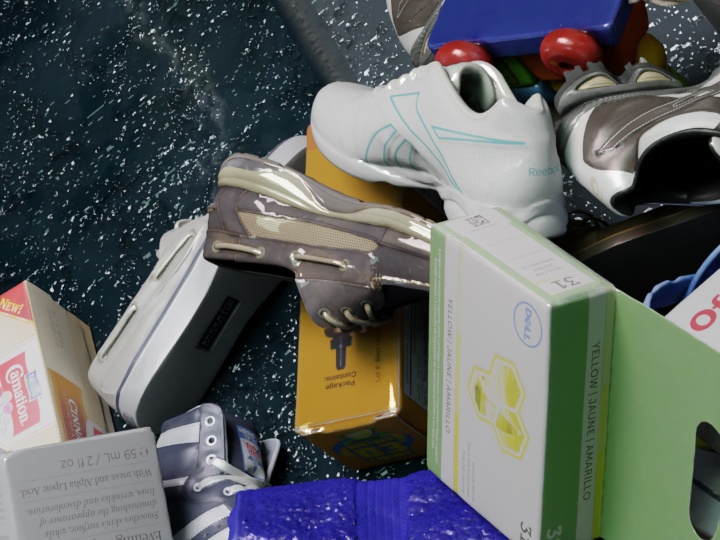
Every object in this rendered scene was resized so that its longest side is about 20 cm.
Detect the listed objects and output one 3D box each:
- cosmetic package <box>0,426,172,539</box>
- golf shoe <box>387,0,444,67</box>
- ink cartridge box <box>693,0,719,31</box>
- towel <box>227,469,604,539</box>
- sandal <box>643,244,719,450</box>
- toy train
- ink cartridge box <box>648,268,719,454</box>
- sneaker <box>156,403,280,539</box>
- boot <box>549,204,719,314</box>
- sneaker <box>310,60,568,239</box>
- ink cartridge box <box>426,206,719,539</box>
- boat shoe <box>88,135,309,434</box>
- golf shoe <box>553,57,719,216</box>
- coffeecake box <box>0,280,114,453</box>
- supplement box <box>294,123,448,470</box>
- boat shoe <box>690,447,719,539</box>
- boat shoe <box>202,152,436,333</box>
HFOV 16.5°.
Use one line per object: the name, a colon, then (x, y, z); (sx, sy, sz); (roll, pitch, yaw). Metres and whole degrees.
cosmetic package: (-0.149, 0.192, 1.323); (0.074, 0.102, 0.200); (-17, 83, 51)
golf shoe: (0.093, -0.200, 1.443); (0.200, 0.078, 0.094); (-44, 50, 3)
ink cartridge box: (0.202, -0.213, 1.309); (0.067, 0.200, 0.116); (25, 80, 39)
towel: (0.028, 0.157, 1.264); (0.200, 0.050, 0.148); (-6, 48, 4)
sandal: (0.213, 0.004, 1.260); (0.200, 0.087, 0.079); (-46, 49, 1)
toy train: (0.146, -0.117, 1.333); (0.200, 0.116, 0.085); (-2, 54, 39)
ink cartridge box: (0.253, 0.052, 1.133); (0.145, 0.088, 0.200); (-39, 41, -12)
sneaker: (-0.056, 0.141, 1.368); (0.200, 0.070, 0.109); (17, 77, 41)
boot: (0.124, -0.010, 1.339); (0.200, 0.074, 0.076); (-23, 47, 24)
sneaker: (0.043, -0.079, 1.319); (0.200, 0.070, 0.080); (27, 123, 50)
ink cartridge box: (0.104, 0.074, 1.190); (0.048, 0.146, 0.200); (-15, 31, -27)
boat shoe: (-0.090, 0.000, 1.470); (0.066, 0.072, 0.200); (33, 94, 35)
golf shoe: (0.200, -0.069, 1.277); (0.200, 0.078, 0.095); (-14, 42, -7)
coffeecake box: (-0.247, 0.125, 1.496); (0.200, 0.073, 0.154); (-30, 52, 15)
supplement box: (0.009, 0.008, 1.401); (0.066, 0.069, 0.200); (-13, 57, 27)
boat shoe: (0.221, 0.113, 1.203); (0.202, 0.075, 0.086); (29, 83, 36)
boat shoe: (0.000, 0.000, 1.333); (0.200, 0.074, 0.073); (21, 87, 33)
